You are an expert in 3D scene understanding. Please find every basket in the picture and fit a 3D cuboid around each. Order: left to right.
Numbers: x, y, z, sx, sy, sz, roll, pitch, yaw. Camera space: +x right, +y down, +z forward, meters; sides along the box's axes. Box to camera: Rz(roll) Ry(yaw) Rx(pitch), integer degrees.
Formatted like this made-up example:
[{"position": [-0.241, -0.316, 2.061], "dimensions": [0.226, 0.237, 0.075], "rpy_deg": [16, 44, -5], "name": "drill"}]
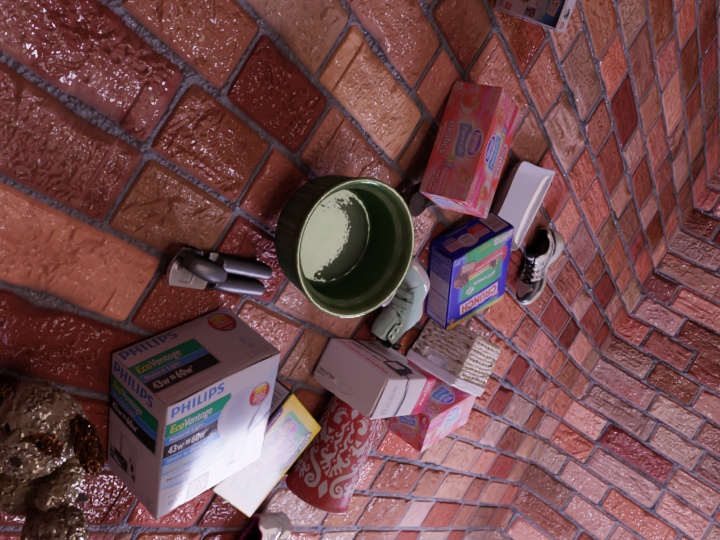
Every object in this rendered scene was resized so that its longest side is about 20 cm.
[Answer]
[{"position": [0.211, 0.185, 1.739], "dimensions": [0.124, 0.135, 0.200], "rpy_deg": [-61, 150, -2], "name": "basket"}]

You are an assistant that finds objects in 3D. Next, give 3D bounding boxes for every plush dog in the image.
[{"position": [-0.364, 0.200, 0.881], "dimensions": [0.173, 0.198, 0.161], "rpy_deg": [-62, -175, 27], "name": "plush dog"}]

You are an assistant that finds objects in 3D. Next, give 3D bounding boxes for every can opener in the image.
[{"position": [-0.183, 0.008, 1.057], "dimensions": [0.053, 0.066, 0.199], "rpy_deg": [-63, 155, 7], "name": "can opener"}]

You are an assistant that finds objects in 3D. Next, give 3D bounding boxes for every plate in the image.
[{"position": [0.339, -0.142, 1.730], "dimensions": [0.199, 0.032, 0.202], "rpy_deg": [0, 117, -57], "name": "plate"}]

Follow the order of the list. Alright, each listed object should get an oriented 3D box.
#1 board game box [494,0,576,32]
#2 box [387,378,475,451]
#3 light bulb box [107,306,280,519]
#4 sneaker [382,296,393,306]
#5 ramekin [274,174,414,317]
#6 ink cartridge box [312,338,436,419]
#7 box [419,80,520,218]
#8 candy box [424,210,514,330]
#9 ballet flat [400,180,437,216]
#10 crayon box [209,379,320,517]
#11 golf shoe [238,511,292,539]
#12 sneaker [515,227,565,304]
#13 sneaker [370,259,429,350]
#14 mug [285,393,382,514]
[{"position": [0.301, -0.498, 1.252], "dimensions": [0.034, 0.126, 0.202], "rpy_deg": [-14, 129, -49], "name": "board game box"}, {"position": [0.167, 0.319, 1.810], "dimensions": [0.199, 0.102, 0.096], "rpy_deg": [-16, 131, -48], "name": "box"}, {"position": [-0.230, 0.190, 1.085], "dimensions": [0.197, 0.124, 0.202], "rpy_deg": [-23, 137, -45], "name": "light bulb box"}, {"position": [0.000, -0.001, 1.270], "dimensions": [0.073, 0.114, 0.200], "rpy_deg": [-56, 149, 1], "name": "sneaker"}, {"position": [-0.028, -0.042, 1.144], "dimensions": [0.198, 0.097, 0.203], "rpy_deg": [-11, 110, -30], "name": "ramekin"}, {"position": [0.028, 0.198, 1.460], "dimensions": [0.199, 0.144, 0.085], "rpy_deg": [12, 106, -59], "name": "ink cartridge box"}, {"position": [0.187, -0.205, 1.340], "dimensions": [0.102, 0.094, 0.202], "rpy_deg": [25, 83, -57], "name": "box"}, {"position": [0.221, 0.003, 1.617], "dimensions": [0.168, 0.077, 0.202], "rpy_deg": [-27, 140, -26], "name": "candy box"}, {"position": [0.121, -0.138, 1.403], "dimensions": [0.199, 0.046, 0.068], "rpy_deg": [-30, 122, -48], "name": "ballet flat"}, {"position": [-0.170, 0.303, 1.346], "dimensions": [0.200, 0.058, 0.173], "rpy_deg": [-49, 150, -15], "name": "crayon box"}, {"position": [-0.214, 0.545, 1.505], "dimensions": [0.091, 0.075, 0.202], "rpy_deg": [30, 89, -45], "name": "golf shoe"}, {"position": [0.428, -0.015, 1.958], "dimensions": [0.087, 0.075, 0.202], "rpy_deg": [21, 95, -46], "name": "sneaker"}, {"position": [0.068, 0.066, 1.465], "dimensions": [0.118, 0.073, 0.202], "rpy_deg": [-48, 152, -30], "name": "sneaker"}, {"position": [-0.051, 0.335, 1.526], "dimensions": [0.132, 0.177, 0.202], "rpy_deg": [23, 94, -23], "name": "mug"}]
